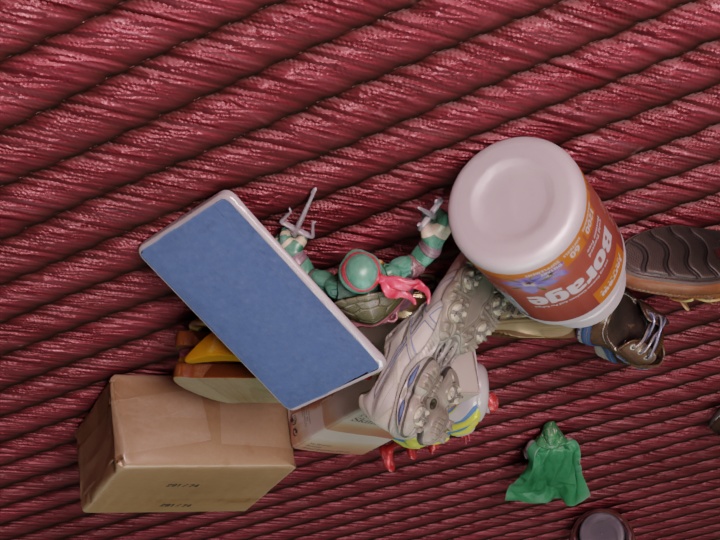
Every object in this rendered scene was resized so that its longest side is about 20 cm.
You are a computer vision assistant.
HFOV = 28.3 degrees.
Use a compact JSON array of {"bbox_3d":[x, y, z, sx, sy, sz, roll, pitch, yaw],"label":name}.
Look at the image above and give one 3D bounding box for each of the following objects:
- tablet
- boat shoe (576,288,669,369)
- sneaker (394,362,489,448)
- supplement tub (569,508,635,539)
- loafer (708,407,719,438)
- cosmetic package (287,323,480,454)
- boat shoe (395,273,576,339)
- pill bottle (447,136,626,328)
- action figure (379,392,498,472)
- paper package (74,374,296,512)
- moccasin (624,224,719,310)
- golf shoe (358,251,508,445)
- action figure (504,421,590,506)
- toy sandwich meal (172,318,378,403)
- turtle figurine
[{"bbox_3d":[-0.082,0.029,1.183,0.130,0.014,0.200,-28,111,41],"label":"tablet"},{"bbox_3d":[0.264,0.053,1.400,0.072,0.073,0.200,21,176,22],"label":"boat shoe"},{"bbox_3d":[0.061,0.153,1.573,0.104,0.076,0.200,4,154,-24],"label":"sneaker"},{"bbox_3d":[0.388,0.443,2.288,0.106,0.108,0.200,-11,155,6],"label":"supplement tub"},{"bbox_3d":[0.545,0.190,1.817,0.198,0.072,0.073,-12,156,8],"label":"loafer"},{"bbox_3d":[0.019,0.116,1.460,0.103,0.088,0.200,11,150,-34],"label":"cosmetic package"},{"bbox_3d":[0.111,0.030,1.350,0.198,0.063,0.073,4,179,-21],"label":"boat shoe"},{"bbox_3d":[0.154,-0.022,1.171,0.111,0.113,0.200,-17,155,19],"label":"pill bottle"},{"bbox_3d":[0.099,0.186,1.683,0.065,0.052,0.200,-16,163,-39],"label":"action figure"},{"bbox_3d":[-0.192,0.189,1.535,0.199,0.104,0.191,2,155,-24],"label":"paper package"},{"bbox_3d":[0.318,-0.001,1.330,0.200,0.074,0.078,-6,148,-30],"label":"moccasin"},{"bbox_3d":[0.060,0.051,1.261,0.097,0.201,0.078,13,159,44],"label":"golf shoe"},{"bbox_3d":[0.250,0.252,1.881,0.117,0.055,0.200,-7,149,0],"label":"action figure"},{"bbox_3d":[-0.081,0.090,1.328,0.203,0.071,0.205,13,169,3],"label":"toy sandwich meal"},{"bbox_3d":[0.000,0.000,1.192,0.148,0.102,0.200,2,165,1],"label":"turtle figurine"}]
